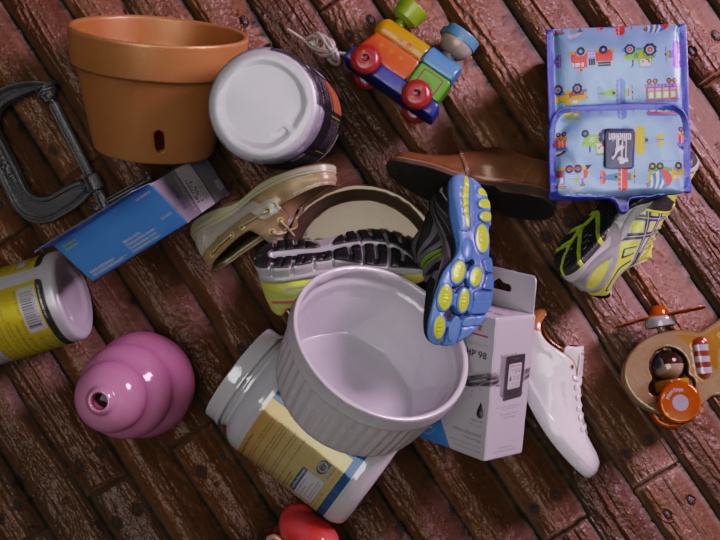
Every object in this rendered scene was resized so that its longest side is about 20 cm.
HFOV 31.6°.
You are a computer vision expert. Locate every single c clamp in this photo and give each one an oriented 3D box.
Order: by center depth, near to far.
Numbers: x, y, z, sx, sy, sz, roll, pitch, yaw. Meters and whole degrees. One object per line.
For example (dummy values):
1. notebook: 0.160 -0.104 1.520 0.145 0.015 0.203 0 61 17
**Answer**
1. c clamp: -0.368 -0.148 1.536 0.171 0.027 0.200 -33 89 13

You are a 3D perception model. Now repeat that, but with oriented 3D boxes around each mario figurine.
1. mario figurine: -0.103 0.343 1.443 0.200 0.124 0.106 -27 110 34

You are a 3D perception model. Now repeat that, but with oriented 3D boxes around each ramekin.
1. ramekin: 0.005 0.103 1.357 0.200 0.200 0.105 36 135 5

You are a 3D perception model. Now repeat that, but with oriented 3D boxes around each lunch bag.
1. lunch bag: 0.279 -0.158 1.387 0.150 0.094 0.200 -1 78 9

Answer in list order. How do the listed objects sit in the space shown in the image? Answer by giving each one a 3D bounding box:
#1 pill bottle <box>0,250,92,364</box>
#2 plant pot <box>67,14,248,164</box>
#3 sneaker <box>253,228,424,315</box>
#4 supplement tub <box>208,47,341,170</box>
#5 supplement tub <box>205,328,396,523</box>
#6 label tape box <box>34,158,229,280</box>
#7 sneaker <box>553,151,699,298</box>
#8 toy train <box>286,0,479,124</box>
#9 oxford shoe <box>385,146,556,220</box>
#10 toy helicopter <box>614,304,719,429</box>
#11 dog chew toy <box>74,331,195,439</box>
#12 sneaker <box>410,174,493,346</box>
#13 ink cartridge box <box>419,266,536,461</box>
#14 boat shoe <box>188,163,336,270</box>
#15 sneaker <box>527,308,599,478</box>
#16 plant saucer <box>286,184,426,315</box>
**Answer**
1. pill bottle: -0.429 0.055 1.505 0.200 0.111 0.112 -16 90 8
2. plant pot: -0.230 -0.204 1.439 0.200 0.200 0.140 8 109 8
3. sneaker: -0.018 0.010 1.445 0.200 0.078 0.090 -2 121 1
4. supplement tub: -0.088 -0.174 1.405 0.122 0.200 0.123 0 91 8
5. supplement tub: -0.060 0.174 1.439 0.200 0.145 0.145 36 96 5
6. label tape box: -0.250 -0.054 1.416 0.144 0.200 0.063 -29 98 21
7. sneaker: 0.306 -0.055 1.429 0.200 0.075 0.076 -45 118 3
8. toy train: 0.028 -0.266 1.450 0.200 0.085 0.116 36 86 6
9. oxford shoe: 0.129 -0.111 1.455 0.200 0.071 0.071 12 63 10
10. toy helicopter: 0.378 0.078 1.423 0.200 0.079 0.132 -35 78 -3
11. dog chew toy: -0.263 0.135 1.439 0.124 0.200 0.125 0 91 8
12. sneaker: 0.097 -0.006 1.381 0.071 0.083 0.200 22 59 -28
13. ink cartridge box: 0.126 0.097 1.412 0.116 0.067 0.200 14 103 48
14. boat shoe: -0.105 -0.060 1.461 0.200 0.074 0.067 -26 75 27
15. sneaker: 0.230 0.135 1.433 0.085 0.073 0.200 -30 86 10
16. plant saucer: 0.000 0.000 1.484 0.200 0.029 0.201 0 91 8
